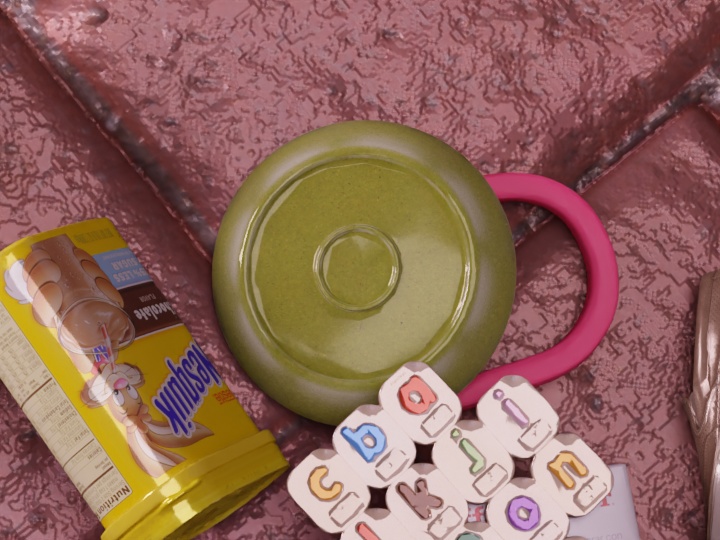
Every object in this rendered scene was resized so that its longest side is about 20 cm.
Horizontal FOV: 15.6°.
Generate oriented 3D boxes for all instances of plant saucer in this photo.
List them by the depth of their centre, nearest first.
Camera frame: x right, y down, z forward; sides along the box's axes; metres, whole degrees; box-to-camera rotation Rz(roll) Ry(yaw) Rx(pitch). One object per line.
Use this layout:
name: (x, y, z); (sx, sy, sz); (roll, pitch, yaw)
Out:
plant saucer: (0.000, 0.000, 1.682); (0.199, 0.031, 0.201); (-1, 83, 7)

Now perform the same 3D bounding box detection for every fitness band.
fitness band: (0.071, 0.016, 1.721); (0.199, 0.037, 0.144); (-17, 85, -8)

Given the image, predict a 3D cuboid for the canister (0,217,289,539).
canister: (-0.150, 0.072, 1.629); (0.086, 0.148, 0.200); (-39, 82, 24)

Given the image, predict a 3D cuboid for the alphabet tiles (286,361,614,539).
alphabet tiles: (0.058, 0.163, 1.618); (0.200, 0.015, 0.196); (-43, 86, -11)

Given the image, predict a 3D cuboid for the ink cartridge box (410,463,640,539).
ink cartridge box: (0.110, 0.233, 1.661); (0.146, 0.086, 0.201); (-9, 82, -7)

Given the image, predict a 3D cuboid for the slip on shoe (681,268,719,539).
slip on shoe: (0.241, 0.095, 1.715); (0.060, 0.076, 0.201); (4, 87, 34)
